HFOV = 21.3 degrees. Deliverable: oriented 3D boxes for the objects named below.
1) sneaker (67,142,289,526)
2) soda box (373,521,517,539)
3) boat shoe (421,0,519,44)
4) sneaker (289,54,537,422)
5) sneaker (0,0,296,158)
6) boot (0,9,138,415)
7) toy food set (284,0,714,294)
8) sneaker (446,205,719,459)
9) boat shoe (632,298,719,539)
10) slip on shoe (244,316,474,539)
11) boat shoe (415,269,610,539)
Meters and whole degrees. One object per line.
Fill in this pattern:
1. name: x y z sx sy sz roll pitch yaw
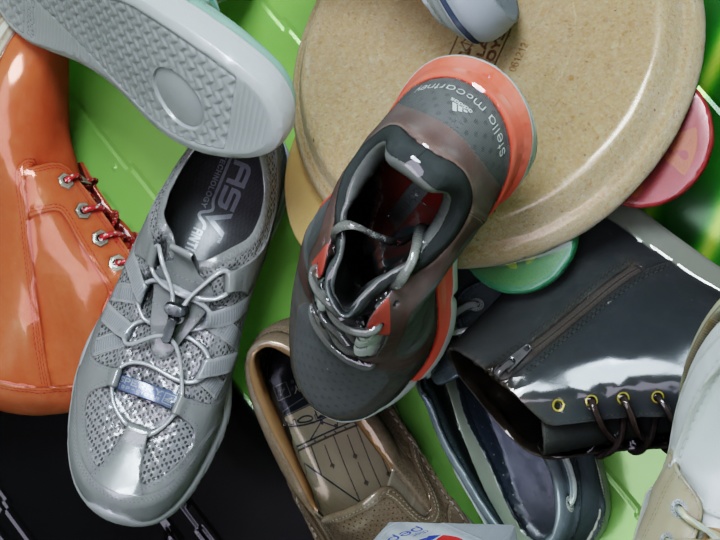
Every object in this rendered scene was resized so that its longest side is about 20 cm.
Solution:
1. sneaker: -0.086 0.014 0.859 0.074 0.082 0.201 14 74 3
2. soda box: 0.043 0.213 0.834 0.063 0.068 0.202 -2 107 26
3. boat shoe: -0.009 -0.166 0.824 0.086 0.075 0.203 -34 70 16
4. sneaker: 0.000 0.000 0.772 0.077 0.082 0.201 35 135 12
5. sneaker: -0.069 -0.127 0.859 0.200 0.118 0.074 33 144 38
6. boot: -0.143 -0.027 0.932 0.106 0.075 0.202 5 99 14
7. toy food set: 0.060 -0.087 0.837 0.197 0.049 0.202 2 71 27
8. sneaker: 0.138 0.060 0.802 0.199 0.075 0.106 34 67 25
9. boat shoe: 0.145 0.096 0.737 0.074 0.069 0.201 15 132 14
10. slip on shoe: 0.007 0.112 0.879 0.076 0.061 0.201 -27 82 19
11. boat shoe: 0.055 0.036 0.859 0.072 0.062 0.201 -23 83 20
